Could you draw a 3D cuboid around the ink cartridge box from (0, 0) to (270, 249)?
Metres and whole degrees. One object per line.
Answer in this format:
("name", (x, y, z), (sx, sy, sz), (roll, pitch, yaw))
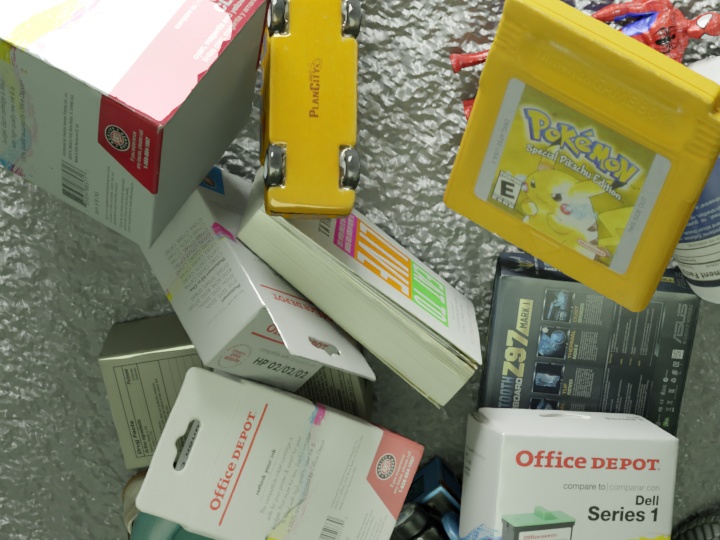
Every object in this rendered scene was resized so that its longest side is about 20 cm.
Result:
("ink cartridge box", (-0.188, -0.146, 1.190), (0.199, 0.145, 0.146), (29, 147, 8))

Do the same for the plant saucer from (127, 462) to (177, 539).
("plant saucer", (-0.100, 0.228, 1.449), (0.199, 0.035, 0.201), (1, 112, 3))

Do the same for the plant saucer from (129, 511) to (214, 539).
("plant saucer", (-0.083, 0.220, 1.375), (0.199, 0.027, 0.201), (-6, 130, -7))

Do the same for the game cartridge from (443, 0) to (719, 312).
("game cartridge", (0.157, -0.083, 1.225), (0.176, 0.032, 0.200), (30, 138, 14))

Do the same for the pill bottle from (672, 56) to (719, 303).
("pill bottle", (0.274, -0.047, 1.273), (0.111, 0.111, 0.200), (-28, 108, 13))

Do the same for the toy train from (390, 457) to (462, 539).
("toy train", (0.095, 0.251, 1.403), (0.087, 0.114, 0.200), (-39, 105, 14))

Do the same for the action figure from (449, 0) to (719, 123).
("action figure", (0.169, -0.157, 1.271), (0.199, 0.052, 0.066), (-15, 106, 7))

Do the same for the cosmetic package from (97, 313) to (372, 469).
("cosmetic package", (-0.096, 0.085, 1.368), (0.199, 0.073, 0.104), (-8, 111, 7))

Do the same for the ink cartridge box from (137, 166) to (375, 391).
("ink cartridge box", (-0.083, 0.016, 1.259), (0.068, 0.200, 0.115), (-43, 148, 17))

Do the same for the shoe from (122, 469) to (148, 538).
("shoe", (-0.095, 0.176, 1.380), (0.199, 0.053, 0.070), (-14, 103, 4))

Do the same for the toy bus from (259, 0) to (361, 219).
("toy bus", (-0.038, -0.136, 1.223), (0.065, 0.078, 0.201), (2, 83, -11))

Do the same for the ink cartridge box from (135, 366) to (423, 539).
("ink cartridge box", (-0.067, 0.146, 1.275), (0.199, 0.067, 0.117), (23, 88, -25))

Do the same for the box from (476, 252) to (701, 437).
("box", (0.174, 0.091, 1.368), (0.157, 0.051, 0.201), (5, 113, 0))

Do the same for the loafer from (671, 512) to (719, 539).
("loafer", (0.268, 0.284, 1.438), (0.069, 0.075, 0.200), (25, 116, -20))

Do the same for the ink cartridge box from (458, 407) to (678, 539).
("ink cartridge box", (0.152, 0.211, 1.303), (0.144, 0.084, 0.201), (3, 95, -13))

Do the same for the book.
("book", (0.000, 0.000, 1.297), (0.200, 0.134, 0.048), (38, 110, -13))
